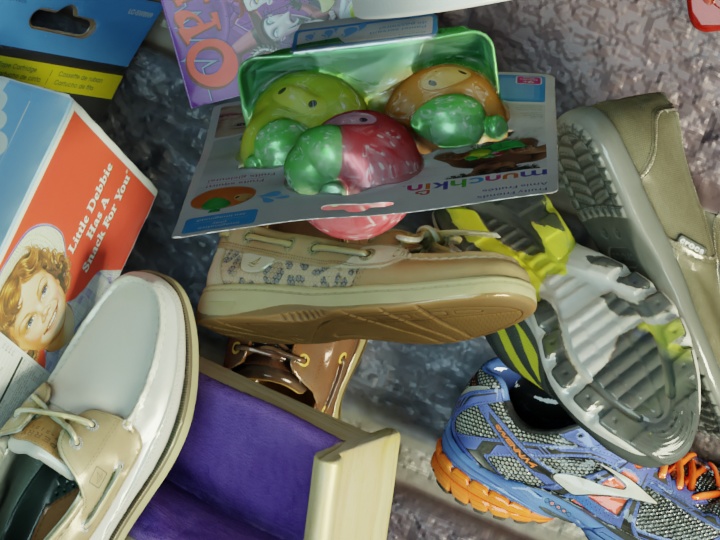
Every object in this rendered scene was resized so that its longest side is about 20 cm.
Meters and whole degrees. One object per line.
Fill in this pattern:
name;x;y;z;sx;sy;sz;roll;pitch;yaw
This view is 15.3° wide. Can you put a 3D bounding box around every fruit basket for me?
fruit basket;0.005;-0.067;1.325;0.184;0.200;0.094;-6;105;7

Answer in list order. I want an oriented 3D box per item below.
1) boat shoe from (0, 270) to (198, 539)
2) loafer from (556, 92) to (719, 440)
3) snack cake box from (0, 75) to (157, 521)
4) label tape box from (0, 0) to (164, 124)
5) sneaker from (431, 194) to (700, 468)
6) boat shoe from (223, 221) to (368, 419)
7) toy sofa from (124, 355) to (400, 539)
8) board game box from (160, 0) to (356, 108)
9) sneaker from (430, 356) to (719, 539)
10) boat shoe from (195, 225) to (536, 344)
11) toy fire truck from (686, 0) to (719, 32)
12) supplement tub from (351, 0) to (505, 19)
boat shoe;-0.142;0.092;1.345;0.074;0.068;0.201;16;85;34
loafer;0.167;-0.004;1.374;0.069;0.075;0.201;-31;111;-20
snack cake box;-0.190;0.014;1.368;0.067;0.115;0.201;17;74;28
label tape box;-0.211;-0.080;1.428;0.063;0.144;0.201;38;107;29
sneaker;0.111;0.032;1.370;0.074;0.085;0.200;-29;53;-11
boat shoe;-0.038;0.044;1.450;0.072;0.068;0.201;14;105;13
toy sofa;-0.084;0.098;1.387;0.199;0.097;0.083;23;114;35
board game box;-0.060;-0.197;1.424;0.119;0.032;0.201;-13;98;20
sneaker;0.135;0.102;1.405;0.199;0.075;0.079;15;115;11
boat shoe;0.000;0.000;1.353;0.199;0.073;0.063;-2;73;34
toy fire truck;0.231;-0.162;1.257;0.175;0.200;0.130;-3;102;17
supplement tub;0.042;-0.235;1.333;0.131;0.132;0.201;-7;101;17
